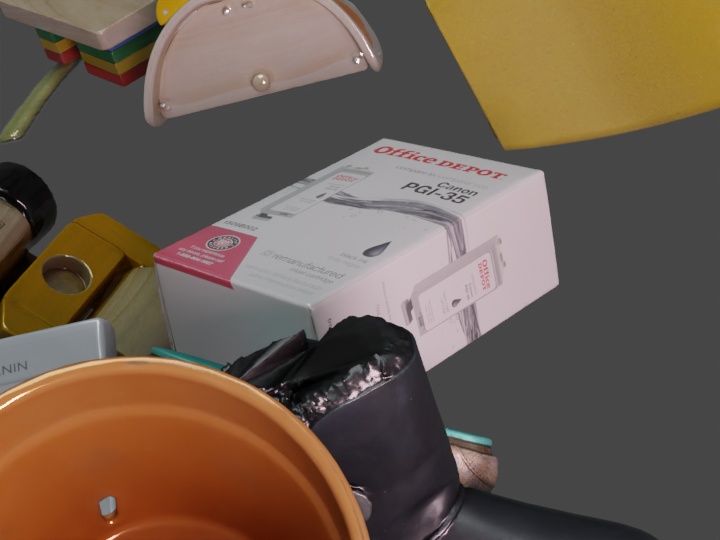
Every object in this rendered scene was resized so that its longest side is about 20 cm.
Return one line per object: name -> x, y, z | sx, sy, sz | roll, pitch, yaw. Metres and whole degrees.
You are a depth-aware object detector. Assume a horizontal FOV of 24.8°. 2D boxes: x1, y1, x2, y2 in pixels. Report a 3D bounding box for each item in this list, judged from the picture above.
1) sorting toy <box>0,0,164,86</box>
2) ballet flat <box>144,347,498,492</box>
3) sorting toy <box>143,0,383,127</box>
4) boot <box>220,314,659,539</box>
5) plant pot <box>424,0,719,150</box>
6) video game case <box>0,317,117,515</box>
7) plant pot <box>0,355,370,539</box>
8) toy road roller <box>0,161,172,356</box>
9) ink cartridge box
sorting toy -> -0.201, -0.253, 1.525 | 0.198, 0.070, 0.199 | -35, 35, -25
ballet flat -> -0.029, 0.095, 0.853 | 0.199, 0.068, 0.068 | 15, -4, 10
sorting toy -> -0.081, -0.208, 1.392 | 0.198, 0.108, 0.180 | -13, 13, 11
boot -> 0.039, 0.102, 0.755 | 0.199, 0.169, 0.077 | -6, 33, 20
plant pot -> 0.141, -0.202, 1.161 | 0.176, 0.201, 0.200 | -27, 30, 9
video game case -> -0.208, 0.138, 0.866 | 0.181, 0.024, 0.201 | -12, 70, 11
plant pot -> -0.088, 0.152, 0.683 | 0.198, 0.140, 0.202 | -1, 69, 3
toy road roller -> -0.208, 0.041, 1.060 | 0.199, 0.146, 0.123 | 30, 44, 4
ink cartridge box -> 0.000, 0.000, 0.982 | 0.199, 0.083, 0.146 | -30, 31, -36
